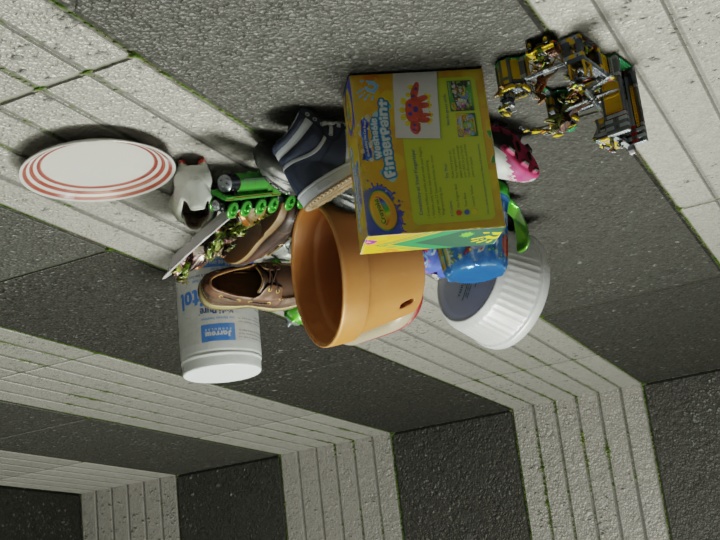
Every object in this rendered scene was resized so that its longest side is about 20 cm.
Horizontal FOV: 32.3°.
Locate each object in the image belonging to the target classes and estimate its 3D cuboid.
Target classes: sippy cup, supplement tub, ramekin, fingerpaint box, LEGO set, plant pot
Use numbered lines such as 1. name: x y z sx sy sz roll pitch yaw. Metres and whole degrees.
1. sippy cup: 0.165 -0.054 1.868 0.176 0.132 0.140 -8 162 7
2. supplement tub: -0.227 0.068 1.984 0.130 0.202 0.132 -6 163 -2
3. ramekin: 0.209 0.021 2.032 0.094 0.204 0.202 19 151 -32
4. fingerpaint box: 0.072 -0.129 1.471 0.165 0.202 0.073 -5 164 -8
5. LEGO set: 0.255 -0.190 1.484 0.152 0.117 0.200 -15 161 25
6. plant pot: 0.000 0.000 1.734 0.139 0.202 0.200 -5 164 -24

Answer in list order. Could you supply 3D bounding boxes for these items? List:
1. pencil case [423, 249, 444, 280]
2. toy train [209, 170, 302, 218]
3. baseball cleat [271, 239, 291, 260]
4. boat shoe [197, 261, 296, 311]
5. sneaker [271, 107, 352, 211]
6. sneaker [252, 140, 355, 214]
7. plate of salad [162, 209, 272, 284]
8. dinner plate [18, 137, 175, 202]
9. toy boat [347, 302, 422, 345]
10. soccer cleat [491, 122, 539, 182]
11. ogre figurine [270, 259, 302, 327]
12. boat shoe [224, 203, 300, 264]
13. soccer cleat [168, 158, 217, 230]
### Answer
1. pencil case: 0.077 -0.036 1.968 0.199 0.088 0.078 9 179 -40
2. toy train: -0.128 -0.106 1.635 0.041 0.057 0.199 24 -162 26
3. baseball cleat: -0.078 -0.049 1.892 0.105 0.070 0.200 3 160 -30
4. boat shoe: -0.148 0.023 1.911 0.198 0.073 0.068 -5 166 -16
5. sneaker: -0.019 -0.167 1.562 0.199 0.109 0.070 -33 172 -26
6. sneaker: -0.048 -0.142 1.625 0.198 0.076 0.091 12 135 -35
7. plate of salad: -0.194 -0.046 1.732 0.200 0.048 0.200 -41 -176 4
8. dinner plate: -0.337 -0.134 1.598 0.198 0.025 0.200 -6 164 -2
9. toy boat: 0.029 0.044 2.194 0.199 0.132 0.130 -20 -171 39
10. soccer cleat: 0.153 -0.155 1.634 0.086 0.070 0.199 -37 141 29
11. ogre figurine: -0.061 0.021 2.036 0.198 0.121 0.098 -8 163 2
12. boat shoe: -0.134 -0.056 1.843 0.070 0.071 0.199 9 157 -32
13. soccer cleat: -0.229 -0.085 1.703 0.068 0.078 0.200 -5 163 -7
